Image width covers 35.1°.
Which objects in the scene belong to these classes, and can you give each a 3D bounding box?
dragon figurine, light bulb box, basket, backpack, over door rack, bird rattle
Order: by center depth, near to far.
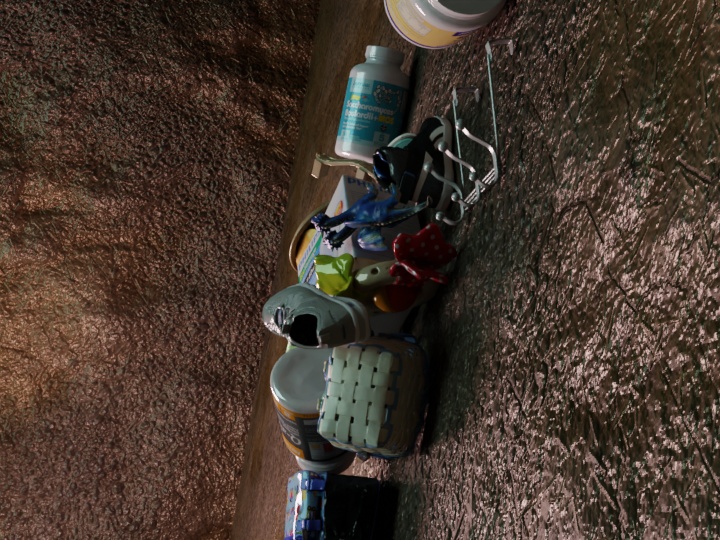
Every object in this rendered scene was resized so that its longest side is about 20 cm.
[{"bbox_3d":[0.132,-0.175,1.427,0.148,0.066,0.201,129,150,-68],"label":"over door rack"},{"bbox_3d":[0.024,0.163,1.515,0.200,0.139,0.177,24,-105,-65],"label":"basket"},{"bbox_3d":[0.040,0.010,1.519,0.163,0.199,0.113,38,-149,-62],"label":"bird rattle"},{"bbox_3d":[0.018,-0.065,1.540,0.200,0.059,0.100,11,54,49],"label":"dragon figurine"},{"bbox_3d":[-0.040,0.388,1.599,0.183,0.134,0.201,137,140,-75],"label":"backpack"},{"bbox_3d":[0.000,0.000,1.708,0.200,0.124,0.199,-99,30,-50],"label":"light bulb box"}]

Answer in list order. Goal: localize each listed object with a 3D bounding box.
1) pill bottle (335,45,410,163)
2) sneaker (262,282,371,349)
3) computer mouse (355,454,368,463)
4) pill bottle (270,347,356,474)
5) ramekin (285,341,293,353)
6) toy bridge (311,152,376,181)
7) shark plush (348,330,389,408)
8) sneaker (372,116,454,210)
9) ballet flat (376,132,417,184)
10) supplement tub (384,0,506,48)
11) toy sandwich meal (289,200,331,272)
[{"bbox_3d":[0.025,-0.293,2.019,0.111,0.110,0.201,-151,72,-79],"label":"pill bottle"},{"bbox_3d":[-0.076,0.060,1.450,0.200,0.082,0.075,0,102,54],"label":"sneaker"},{"bbox_3d":[-0.010,0.194,1.759,0.110,0.044,0.201,108,145,-60],"label":"computer mouse"},{"bbox_3d":[-0.061,0.208,1.646,0.200,0.116,0.117,82,-173,-48],"label":"pill bottle"},{"bbox_3d":[-0.089,0.194,2.172,0.200,0.097,0.201,-169,90,-80],"label":"ramekin"},{"bbox_3d":[0.002,-0.140,1.820,0.027,0.200,0.067,-28,-37,-45],"label":"toy bridge"},{"bbox_3d":[0.009,0.118,1.612,0.083,0.091,0.201,-107,2,-58],"label":"shark plush"},{"bbox_3d":[0.072,-0.170,1.625,0.200,0.111,0.073,-92,18,-52],"label":"sneaker"},{"bbox_3d":[0.059,-0.148,1.836,0.070,0.069,0.200,-92,15,-52],"label":"ballet flat"},{"bbox_3d":[0.117,-0.381,1.508,0.200,0.145,0.146,-171,92,-80],"label":"supplement tub"},{"bbox_3d":[-0.036,-0.040,1.993,0.070,0.205,0.206,54,141,34],"label":"toy sandwich meal"}]
